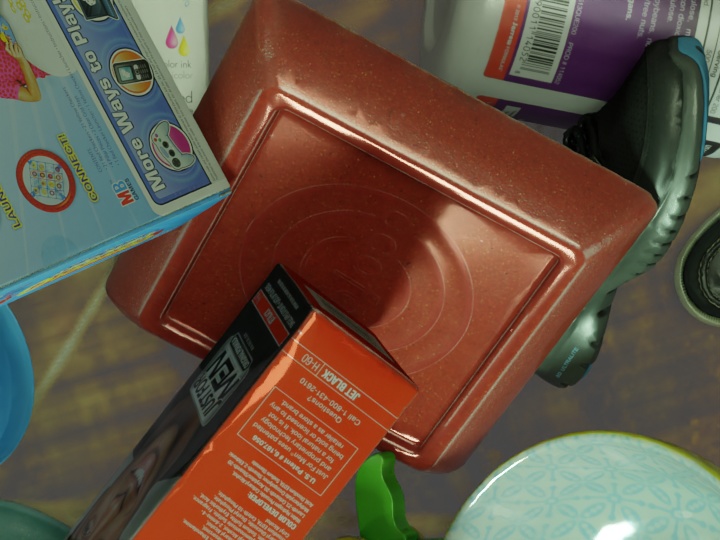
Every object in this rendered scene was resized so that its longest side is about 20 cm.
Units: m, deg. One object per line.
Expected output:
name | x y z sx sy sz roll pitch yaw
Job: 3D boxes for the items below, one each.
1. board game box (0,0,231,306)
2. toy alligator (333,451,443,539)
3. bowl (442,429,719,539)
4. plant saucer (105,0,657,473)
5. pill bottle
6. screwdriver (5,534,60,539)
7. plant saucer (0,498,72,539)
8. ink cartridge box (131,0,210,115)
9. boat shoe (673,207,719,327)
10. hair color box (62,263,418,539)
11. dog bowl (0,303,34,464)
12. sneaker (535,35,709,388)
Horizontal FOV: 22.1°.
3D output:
board game box | -0.177 -0.081 0.748 0.196 0.056 0.201 -27 88 -45
toy alligator | 0.007 0.187 0.872 0.054 0.059 0.201 15 96 29
bowl | 0.139 0.177 0.871 0.107 0.199 0.201 10 83 -52
plant saucer | 0.000 0.000 0.839 0.199 0.200 0.037 27 38 -8
pill bottle | 0.135 -0.119 0.899 0.199 0.112 0.113 10 85 -10
screwdriver | -0.241 0.141 0.864 0.199 0.028 0.029 -1 116 -17
plant saucer | -0.162 0.196 0.816 0.199 0.036 0.201 28 40 -26
ink cartridge box | -0.132 -0.148 0.876 0.116 0.067 0.201 -2 86 -10
boat shoe | 0.258 -0.021 0.938 0.198 0.066 0.075 -12 89 -11
hair color box | -0.067 0.100 0.787 0.061 0.102 0.200 37 92 -15
dog bowl | -0.234 0.063 0.804 0.200 0.049 0.112 -27 90 -48
sneaker | 0.099 -0.027 0.859 0.082 0.073 0.200 19 127 -6
